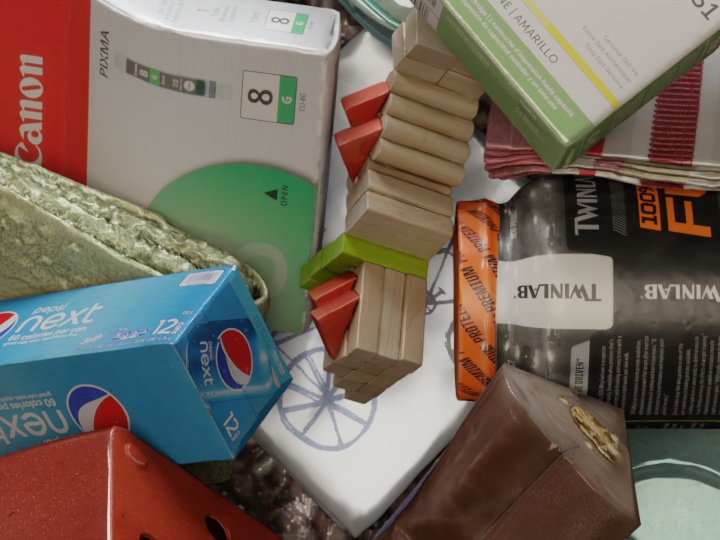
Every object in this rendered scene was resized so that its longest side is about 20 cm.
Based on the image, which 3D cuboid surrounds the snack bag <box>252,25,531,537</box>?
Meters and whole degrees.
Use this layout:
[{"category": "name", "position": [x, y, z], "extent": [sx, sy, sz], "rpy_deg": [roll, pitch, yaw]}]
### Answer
[{"category": "snack bag", "position": [0.000, 0.000, 1.390], "extent": [0.189, 0.021, 0.200], "rpy_deg": [45, 92, 5]}]

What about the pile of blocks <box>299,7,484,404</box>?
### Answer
[{"category": "pile of blocks", "position": [0.006, -0.041, 1.301], "extent": [0.062, 0.082, 0.200], "rpy_deg": [18, 84, -23]}]

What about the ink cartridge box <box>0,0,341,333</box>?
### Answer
[{"category": "ink cartridge box", "position": [-0.114, -0.059, 1.327], "extent": [0.199, 0.050, 0.161], "rpy_deg": [7, 124, 2]}]

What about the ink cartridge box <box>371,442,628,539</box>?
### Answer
[{"category": "ink cartridge box", "position": [0.072, 0.209, 1.341], "extent": [0.200, 0.043, 0.196], "rpy_deg": [42, 106, 10]}]

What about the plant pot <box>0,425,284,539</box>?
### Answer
[{"category": "plant pot", "position": [-0.123, 0.192, 1.250], "extent": [0.176, 0.200, 0.200], "rpy_deg": [-37, 123, 23]}]

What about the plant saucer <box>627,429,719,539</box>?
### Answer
[{"category": "plant saucer", "position": [0.152, 0.147, 1.361], "extent": [0.200, 0.039, 0.202], "rpy_deg": [0, 91, 8]}]

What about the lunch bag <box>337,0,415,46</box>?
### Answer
[{"category": "lunch bag", "position": [0.008, -0.215, 1.357], "extent": [0.160, 0.077, 0.200], "rpy_deg": [-45, 84, 3]}]

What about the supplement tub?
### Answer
[{"category": "supplement tub", "position": [0.144, 0.015, 1.310], "extent": [0.199, 0.123, 0.123], "rpy_deg": [0, 90, 0]}]

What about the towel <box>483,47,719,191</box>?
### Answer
[{"category": "towel", "position": [0.163, -0.082, 1.319], "extent": [0.199, 0.144, 0.023], "rpy_deg": [5, 126, 7]}]

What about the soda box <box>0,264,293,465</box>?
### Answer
[{"category": "soda box", "position": [-0.136, 0.052, 1.305], "extent": [0.200, 0.064, 0.068], "rpy_deg": [-8, 120, 36]}]

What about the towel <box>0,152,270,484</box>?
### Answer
[{"category": "towel", "position": [-0.142, 0.020, 1.354], "extent": [0.200, 0.037, 0.149], "rpy_deg": [24, 133, 13]}]

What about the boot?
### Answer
[{"category": "boot", "position": [0.078, 0.164, 1.269], "extent": [0.186, 0.064, 0.200], "rpy_deg": [46, 113, 10]}]

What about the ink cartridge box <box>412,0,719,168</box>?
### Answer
[{"category": "ink cartridge box", "position": [0.121, -0.161, 1.265], "extent": [0.200, 0.048, 0.146], "rpy_deg": [-38, 81, -13]}]
